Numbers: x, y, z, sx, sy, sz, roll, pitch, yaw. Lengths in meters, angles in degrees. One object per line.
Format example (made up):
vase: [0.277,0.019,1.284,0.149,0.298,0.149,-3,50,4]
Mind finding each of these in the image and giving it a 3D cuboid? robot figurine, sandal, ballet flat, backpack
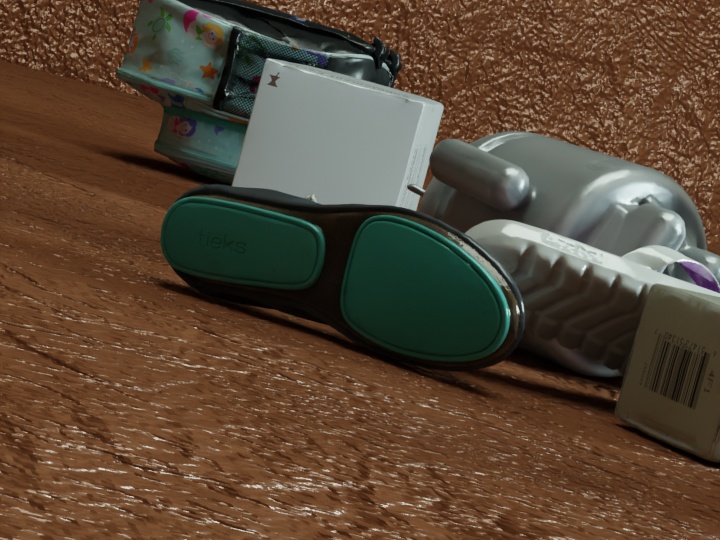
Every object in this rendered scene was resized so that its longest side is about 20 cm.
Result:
robot figurine: [0.105,-0.011,1.403,0.170,0.113,0.200,46,-14,-34]
sandal: [0.141,0.015,1.273,0.203,0.050,0.082,25,-39,-17]
ballet flat: [0.000,0.000,1.244,0.200,0.073,0.073,15,4,28]
backpack: [-0.088,-0.141,2.044,0.200,0.151,0.178,23,4,9]

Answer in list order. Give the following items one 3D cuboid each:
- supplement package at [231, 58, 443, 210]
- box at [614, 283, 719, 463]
supplement package: [-0.016,-0.075,1.768,0.114,0.110,0.200,16,5,4]
box: [0.224,0.061,1.223,0.200,0.068,0.082,13,6,-30]
